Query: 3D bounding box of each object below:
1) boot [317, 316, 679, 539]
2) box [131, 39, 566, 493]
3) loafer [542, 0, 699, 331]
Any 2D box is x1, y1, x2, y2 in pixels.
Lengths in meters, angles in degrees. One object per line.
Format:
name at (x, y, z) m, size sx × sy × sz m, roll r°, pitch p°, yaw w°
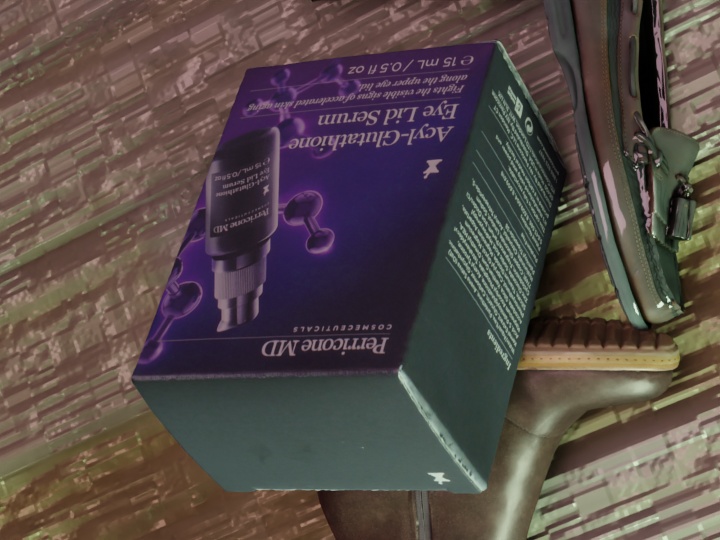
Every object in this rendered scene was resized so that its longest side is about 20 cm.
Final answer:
boot at (0.073, 0.113, 1.042) m, size 0.200 × 0.072 × 0.167 m, roll -6°, pitch 98°, yaw 21°
box at (0.000, 0.000, 0.994) m, size 0.148 × 0.104 × 0.200 m, roll -4°, pitch 51°, yaw 28°
loafer at (0.137, -0.073, 1.008) m, size 0.063 × 0.072 × 0.200 m, roll -15°, pitch 78°, yaw 14°
